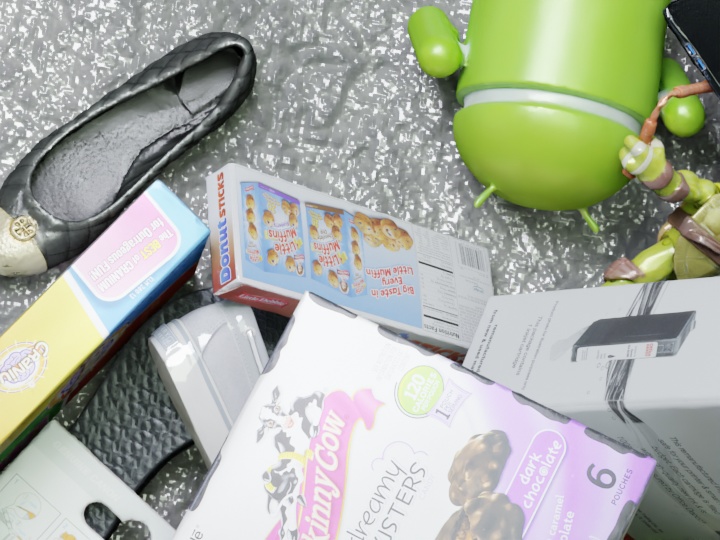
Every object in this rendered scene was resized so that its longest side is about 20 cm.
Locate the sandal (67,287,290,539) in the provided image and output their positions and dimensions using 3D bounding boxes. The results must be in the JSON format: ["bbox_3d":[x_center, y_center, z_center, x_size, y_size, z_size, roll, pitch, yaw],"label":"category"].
[{"bbox_3d":[-0.123,0.084,1.143,0.200,0.043,0.076,-44,85,-1],"label":"sandal"}]

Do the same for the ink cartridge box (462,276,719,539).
[{"bbox_3d":[0.171,0.078,1.073,0.144,0.200,0.084,44,56,-35],"label":"ink cartridge box"}]

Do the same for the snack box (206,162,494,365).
[{"bbox_3d":[0.000,0.000,1.113,0.200,0.024,0.072,17,58,-40],"label":"snack box"}]

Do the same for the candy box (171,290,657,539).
[{"bbox_3d":[0.023,0.131,1.005,0.200,0.072,0.168,26,78,10],"label":"candy box"}]

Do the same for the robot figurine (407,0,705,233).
[{"bbox_3d":[0.118,-0.126,1.164,0.175,0.116,0.200,12,81,-12],"label":"robot figurine"}]

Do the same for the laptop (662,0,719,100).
[{"bbox_3d":[0.294,-0.108,1.147,0.103,0.177,0.200,-35,86,32],"label":"laptop"}]

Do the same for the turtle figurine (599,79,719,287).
[{"bbox_3d":[0.198,-0.012,1.160,0.161,0.200,0.064,-52,49,9],"label":"turtle figurine"}]

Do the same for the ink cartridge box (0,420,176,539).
[{"bbox_3d":[-0.183,0.209,1.109,0.162,0.050,0.200,42,77,-1],"label":"ink cartridge box"}]

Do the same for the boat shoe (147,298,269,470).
[{"bbox_3d":[-0.049,0.102,1.103,0.068,0.072,0.200,-29,111,-10],"label":"boat shoe"}]

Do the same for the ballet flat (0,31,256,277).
[{"bbox_3d":[-0.142,-0.072,1.149,0.200,0.057,0.066,-43,89,-11],"label":"ballet flat"}]

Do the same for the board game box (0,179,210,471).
[{"bbox_3d":[-0.168,0.046,1.080,0.040,0.153,0.200,44,79,0],"label":"board game box"}]
